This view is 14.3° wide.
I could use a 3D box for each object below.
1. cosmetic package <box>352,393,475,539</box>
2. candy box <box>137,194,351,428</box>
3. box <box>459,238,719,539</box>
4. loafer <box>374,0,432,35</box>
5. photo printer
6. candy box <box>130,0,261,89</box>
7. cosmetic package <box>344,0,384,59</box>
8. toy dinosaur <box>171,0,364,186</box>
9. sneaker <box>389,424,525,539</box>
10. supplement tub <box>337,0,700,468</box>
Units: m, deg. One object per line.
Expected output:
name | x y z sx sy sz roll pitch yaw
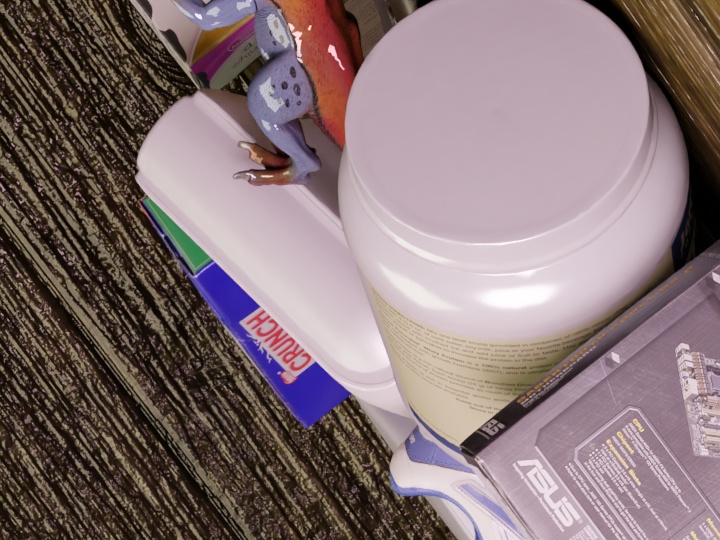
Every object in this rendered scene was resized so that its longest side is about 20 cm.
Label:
cosmetic package | 0.116 0.092 1.588 0.167 0.167 0.200 55 177 -24
candy box | 0.000 -0.031 1.637 0.077 0.200 0.169 50 176 40
box | 0.159 0.101 1.124 0.200 0.158 0.048 52 175 -4
loafer | 0.048 -0.104 1.256 0.200 0.073 0.071 56 178 -39
photo printer | 0.000 0.000 1.424 0.200 0.070 0.166 44 -166 26
candy box | -0.093 -0.215 1.554 0.200 0.136 0.061 51 178 15
cosmetic package | 0.052 -0.076 1.432 0.108 0.085 0.200 54 176 -26
toy dinosaur | -0.017 -0.125 1.304 0.199 0.105 0.182 33 147 13
sneaker | 0.093 0.141 1.314 0.200 0.088 0.075 52 177 6
supplement tub | 0.070 -0.013 1.208 0.145 0.145 0.200 51 170 30
